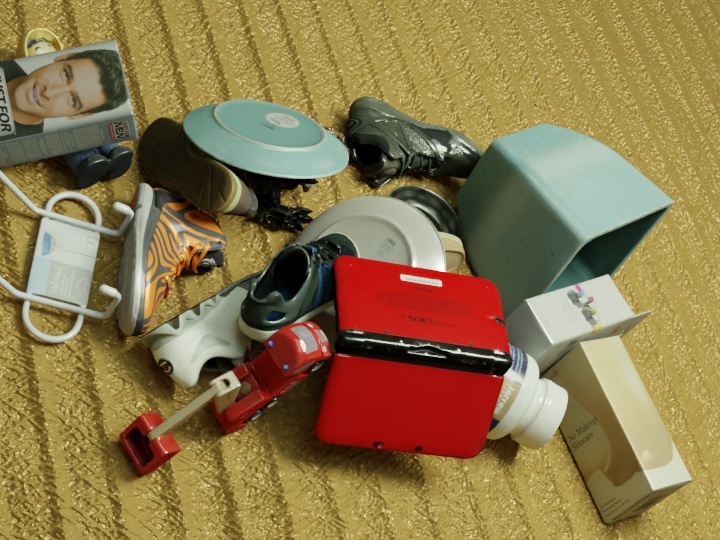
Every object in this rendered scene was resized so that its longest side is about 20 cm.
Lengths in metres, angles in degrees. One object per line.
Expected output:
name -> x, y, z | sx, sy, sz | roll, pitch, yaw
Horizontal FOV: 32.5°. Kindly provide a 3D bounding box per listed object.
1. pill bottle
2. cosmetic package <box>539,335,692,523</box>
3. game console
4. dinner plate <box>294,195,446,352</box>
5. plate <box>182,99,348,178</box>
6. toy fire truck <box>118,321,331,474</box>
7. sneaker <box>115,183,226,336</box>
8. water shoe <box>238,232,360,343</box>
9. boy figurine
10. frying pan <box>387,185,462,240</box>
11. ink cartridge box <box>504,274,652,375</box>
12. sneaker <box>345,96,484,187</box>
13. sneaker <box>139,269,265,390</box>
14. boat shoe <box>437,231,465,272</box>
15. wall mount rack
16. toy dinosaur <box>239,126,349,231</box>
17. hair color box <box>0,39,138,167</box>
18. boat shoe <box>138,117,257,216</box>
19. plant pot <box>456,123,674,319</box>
pill bottle -> 0.138, 0.128, 1.447 | 0.199, 0.111, 0.111 | 30, 47, -9
cosmetic package -> 0.307, 0.193, 1.510 | 0.071, 0.105, 0.201 | -6, 59, -34
game console -> 0.051, 0.095, 1.354 | 0.199, 0.119, 0.173 | 9, 49, -19
dinner plate -> 0.000, 0.000, 1.428 | 0.199, 0.024, 0.201 | -6, 64, 14
plate -> -0.108, -0.162, 1.448 | 0.199, 0.026, 0.200 | 12, 27, -6
toy fire truck -> -0.134, 0.126, 1.261 | 0.049, 0.200, 0.141 | 56, 20, 14
sneaker -> -0.204, -0.008, 1.362 | 0.111, 0.078, 0.201 | 16, 51, -20
water shoe -> -0.056, 0.003, 1.344 | 0.071, 0.079, 0.200 | 28, 43, 15
boy figurine -> -0.334, -0.194, 1.429 | 0.124, 0.064, 0.201 | -20, 72, -33
frying pan -> 0.059, -0.038, 1.577 | 0.115, 0.031, 0.190 | 42, 50, 2
ink cartridge box -> 0.261, 0.072, 1.562 | 0.199, 0.115, 0.068 | -14, 66, -38
sneaker -> 0.070, -0.146, 1.636 | 0.198, 0.076, 0.115 | 22, 50, -12
sneaker -> -0.145, 0.066, 1.357 | 0.200, 0.074, 0.089 | -34, 92, -40
boat shoe -> 0.047, 0.004, 1.504 | 0.199, 0.074, 0.069 | -10, 45, -26
wall mount rack -> -0.333, -0.031, 1.301 | 0.173, 0.075, 0.201 | 17, 50, -20
toy dinosaur -> -0.106, -0.123, 1.516 | 0.199, 0.102, 0.136 | -26, 52, -5
hair color box -> -0.352, -0.178, 1.350 | 0.199, 0.061, 0.100 | -13, 70, -10
boat shoe -> -0.190, -0.112, 1.431 | 0.065, 0.073, 0.200 | 32, 8, -48
plant pot -> 0.243, -0.077, 1.617 | 0.195, 0.197, 0.200 | -20, 64, -39
